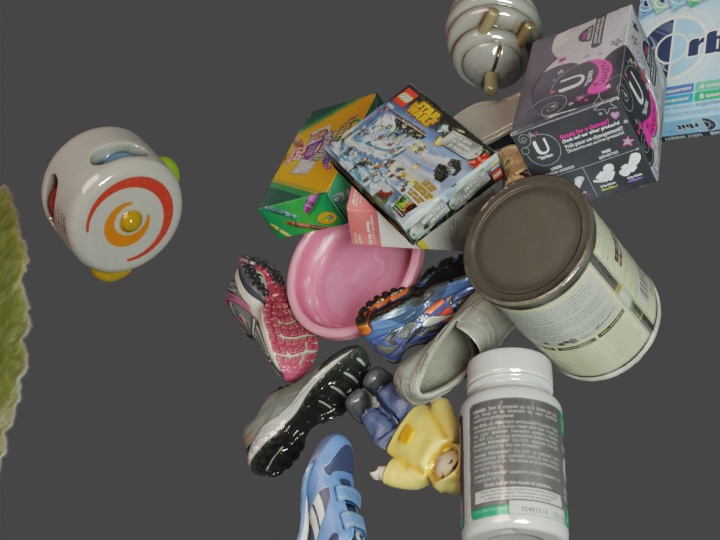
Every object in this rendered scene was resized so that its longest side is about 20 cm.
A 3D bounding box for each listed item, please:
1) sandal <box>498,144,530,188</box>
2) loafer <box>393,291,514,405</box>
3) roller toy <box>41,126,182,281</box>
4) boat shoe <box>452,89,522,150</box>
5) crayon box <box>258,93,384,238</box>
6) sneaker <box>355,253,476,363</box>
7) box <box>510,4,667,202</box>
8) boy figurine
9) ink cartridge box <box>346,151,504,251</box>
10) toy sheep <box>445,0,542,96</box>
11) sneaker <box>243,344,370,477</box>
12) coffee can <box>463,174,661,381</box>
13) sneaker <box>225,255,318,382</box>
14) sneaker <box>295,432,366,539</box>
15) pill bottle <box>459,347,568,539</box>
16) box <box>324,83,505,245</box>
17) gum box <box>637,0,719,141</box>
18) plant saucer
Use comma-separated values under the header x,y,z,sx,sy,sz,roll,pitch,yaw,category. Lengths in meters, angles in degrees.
x,y,z,sx,sy,sz,roll,pitch,yaw,category
0.188,-0.118,1.512,0.078,0.070,0.212,-42,8,40,sandal
0.124,0.080,1.481,0.200,0.070,0.070,-43,13,-15,loafer
-0.355,-0.097,1.883,0.200,0.182,0.140,-48,48,1,roller toy
0.188,-0.182,1.623,0.198,0.062,0.076,-26,49,18,boat shoe
-0.042,-0.137,1.720,0.117,0.059,0.201,-11,39,35,crayon box
0.094,0.043,1.557,0.198,0.079,0.076,-25,23,3,sneaker
0.254,-0.180,1.436,0.131,0.115,0.201,-17,33,29,box
0.062,0.197,1.491,0.125,0.064,0.200,-47,45,-1,boy figurine
0.091,-0.088,1.591,0.197,0.068,0.118,4,50,11,ink cartridge box
0.169,-0.299,1.658,0.136,0.138,0.202,-13,44,29,toy sheep
-0.072,0.158,1.605,0.200,0.074,0.080,-43,42,7,sneaker
0.217,0.012,1.393,0.145,0.200,0.148,-17,55,26,coffee can
-0.116,0.071,1.693,0.075,0.080,0.201,-58,40,27,sneaker
-0.025,0.287,1.498,0.081,0.074,0.203,-4,69,32,sneaker
0.160,0.192,1.387,0.112,0.113,0.203,-15,57,28,pill bottle
0.060,-0.127,1.528,0.136,0.040,0.200,-37,42,-5,box
0.400,-0.251,1.521,0.168,0.044,0.203,-4,62,35,gum box
0.000,0.000,1.660,0.198,0.051,0.203,-18,54,27,plant saucer
